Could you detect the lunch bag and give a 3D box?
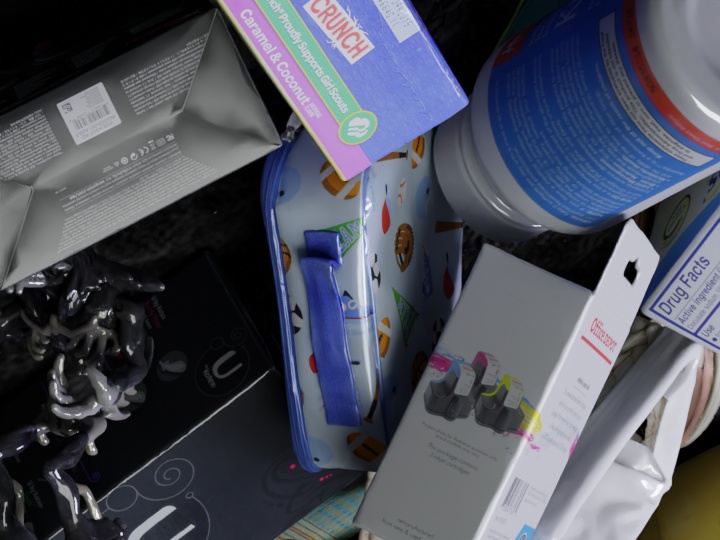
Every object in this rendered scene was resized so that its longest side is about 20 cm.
[{"bbox_3d":[0.000,0.000,1.461,0.075,0.160,0.201,2,117,20],"label":"lunch bag"}]

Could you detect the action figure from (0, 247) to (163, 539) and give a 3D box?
[{"bbox_3d":[-0.163,0.058,1.414,0.102,0.118,0.201,3,90,-60],"label":"action figure"}]

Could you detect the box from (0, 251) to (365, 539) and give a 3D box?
[{"bbox_3d":[-0.117,0.108,1.544,0.200,0.106,0.122,-37,138,4],"label":"box"}]

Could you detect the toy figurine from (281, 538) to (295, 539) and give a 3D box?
[{"bbox_3d":[-0.048,0.242,1.622,0.199,0.151,0.185,12,129,-22],"label":"toy figurine"}]

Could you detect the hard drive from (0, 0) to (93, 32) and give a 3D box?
[{"bbox_3d":[-0.186,-0.185,1.262,0.134,0.043,0.200,-16,139,16],"label":"hard drive"}]

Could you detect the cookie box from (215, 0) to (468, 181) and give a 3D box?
[{"bbox_3d":[-0.048,-0.165,1.272,0.075,0.200,0.171,-33,136,1],"label":"cookie box"}]

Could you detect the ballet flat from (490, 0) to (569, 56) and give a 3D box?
[{"bbox_3d":[0.129,-0.158,1.490,0.067,0.067,0.201,-12,139,-50],"label":"ballet flat"}]

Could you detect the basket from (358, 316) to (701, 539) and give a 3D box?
[{"bbox_3d":[0.095,0.115,1.600,0.200,0.123,0.136,-47,154,-42],"label":"basket"}]

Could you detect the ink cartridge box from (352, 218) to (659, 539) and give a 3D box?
[{"bbox_3d":[0.079,0.060,1.438,0.201,0.068,0.115,-64,163,-4],"label":"ink cartridge box"}]

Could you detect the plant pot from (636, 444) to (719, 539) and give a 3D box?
[{"bbox_3d":[0.212,0.236,1.797,0.188,0.202,0.201,-28,139,18],"label":"plant pot"}]

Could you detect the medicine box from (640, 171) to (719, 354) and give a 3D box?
[{"bbox_3d":[0.286,-0.021,1.519,0.199,0.103,0.182,28,129,-7],"label":"medicine box"}]

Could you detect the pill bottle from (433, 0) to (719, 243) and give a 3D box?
[{"bbox_3d":[0.126,-0.084,1.395,0.112,0.113,0.200,8,156,-35],"label":"pill bottle"}]

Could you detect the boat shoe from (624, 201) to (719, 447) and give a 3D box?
[{"bbox_3d":[0.183,0.021,1.669,0.071,0.076,0.201,-7,122,-19],"label":"boat shoe"}]

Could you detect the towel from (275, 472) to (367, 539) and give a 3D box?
[{"bbox_3d":[-0.061,0.158,1.655,0.199,0.022,0.147,-34,155,3],"label":"towel"}]

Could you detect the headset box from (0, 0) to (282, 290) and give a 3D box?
[{"bbox_3d":[-0.131,-0.075,1.326,0.148,0.200,0.075,-27,106,-5],"label":"headset box"}]
